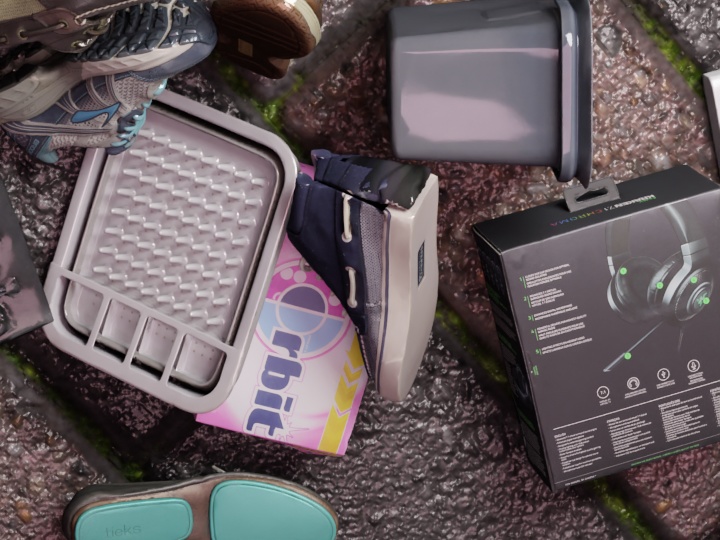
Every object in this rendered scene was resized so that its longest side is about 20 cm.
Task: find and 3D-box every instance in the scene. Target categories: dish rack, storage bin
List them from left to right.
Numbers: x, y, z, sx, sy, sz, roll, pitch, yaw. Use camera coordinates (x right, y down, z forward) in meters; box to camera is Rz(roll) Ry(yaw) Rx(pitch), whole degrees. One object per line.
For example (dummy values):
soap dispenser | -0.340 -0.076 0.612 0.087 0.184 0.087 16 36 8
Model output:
dish rack | -0.126 -0.018 1.727 0.171 0.043 0.201 23 102 27
storage bin | 0.084 -0.140 1.702 0.133 0.200 0.147 -1 104 -1

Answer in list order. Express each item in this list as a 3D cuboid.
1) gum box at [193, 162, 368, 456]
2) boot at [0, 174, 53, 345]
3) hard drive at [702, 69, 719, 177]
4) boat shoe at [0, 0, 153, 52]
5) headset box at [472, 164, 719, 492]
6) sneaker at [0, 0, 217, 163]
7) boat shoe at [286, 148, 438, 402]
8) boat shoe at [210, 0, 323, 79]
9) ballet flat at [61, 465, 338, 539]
gum box | -0.044 0.029 1.776 0.113 0.066 0.201 15 100 -13
boot | -0.316 -0.031 1.709 0.164 0.066 0.201 -15 113 9
hard drive | 0.360 -0.106 1.845 0.199 0.026 0.133 -15 106 -7
boat shoe | -0.190 -0.175 1.623 0.200 0.072 0.066 -2 118 32
headset box | 0.188 0.034 1.810 0.173 0.093 0.201 -17 106 -6
sneaker | -0.165 -0.127 1.682 0.199 0.078 0.086 -14 126 37
boat shoe | 0.000 0.000 1.701 0.092 0.075 0.201 16 132 15
boat shoe | -0.058 -0.184 1.657 0.074 0.202 0.075 25 83 -8
ballet flat | -0.117 0.172 1.797 0.198 0.068 0.069 3 104 -12
